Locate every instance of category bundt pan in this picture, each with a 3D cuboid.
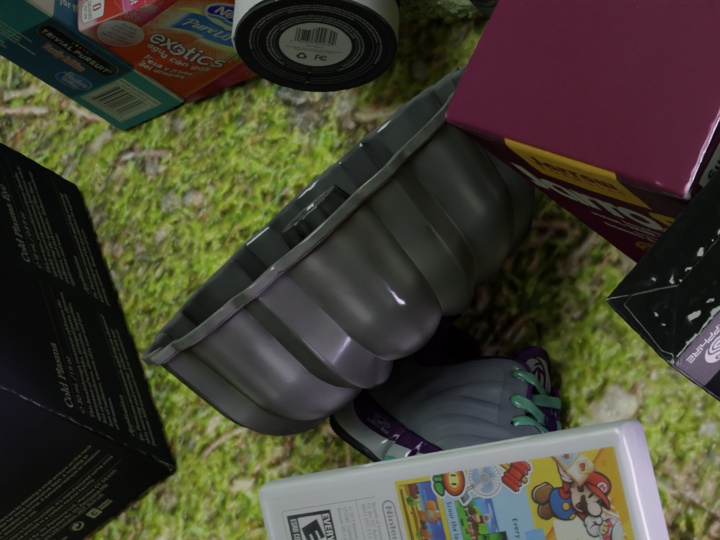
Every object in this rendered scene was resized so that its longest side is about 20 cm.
[{"bbox_3d":[0.000,0.000,1.254,0.202,0.076,0.202,-40,6,6],"label":"bundt pan"}]

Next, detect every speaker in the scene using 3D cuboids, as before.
[{"bbox_3d":[-0.017,-0.191,1.369,0.081,0.081,0.200,-18,52,30],"label":"speaker"}]

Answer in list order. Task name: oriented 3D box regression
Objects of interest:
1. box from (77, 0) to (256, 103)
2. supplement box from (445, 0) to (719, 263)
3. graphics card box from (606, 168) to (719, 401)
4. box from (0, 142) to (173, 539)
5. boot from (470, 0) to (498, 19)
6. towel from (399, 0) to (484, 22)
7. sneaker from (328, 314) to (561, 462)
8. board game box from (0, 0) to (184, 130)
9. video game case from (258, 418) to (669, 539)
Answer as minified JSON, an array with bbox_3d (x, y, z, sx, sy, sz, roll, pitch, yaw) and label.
[{"bbox_3d":[-0.079,-0.203,1.451,0.100,0.095,0.200,-19,59,31],"label":"box"},{"bbox_3d":[0.153,-0.050,1.128,0.131,0.200,0.103,22,82,43],"label":"supplement box"},{"bbox_3d":[0.197,0.016,1.062,0.126,0.200,0.051,-50,45,9],"label":"graphics card box"},{"bbox_3d":[-0.210,0.023,1.387,0.104,0.182,0.200,-37,50,18],"label":"box"},{"bbox_3d":[0.029,-0.219,1.272,0.069,0.174,0.200,-21,57,30],"label":"boot"},{"bbox_3d":[0.084,-0.215,1.371,0.148,0.036,0.200,2,71,39],"label":"towel"},{"bbox_3d":[0.069,0.079,1.219,0.088,0.074,0.200,-53,47,-2],"label":"sneaker"},{"bbox_3d":[-0.159,-0.195,1.472,0.047,0.151,0.200,-21,58,28],"label":"board game box"},{"bbox_3d":[0.056,0.172,1.155,0.182,0.023,0.200,-12,91,33],"label":"video game case"}]
